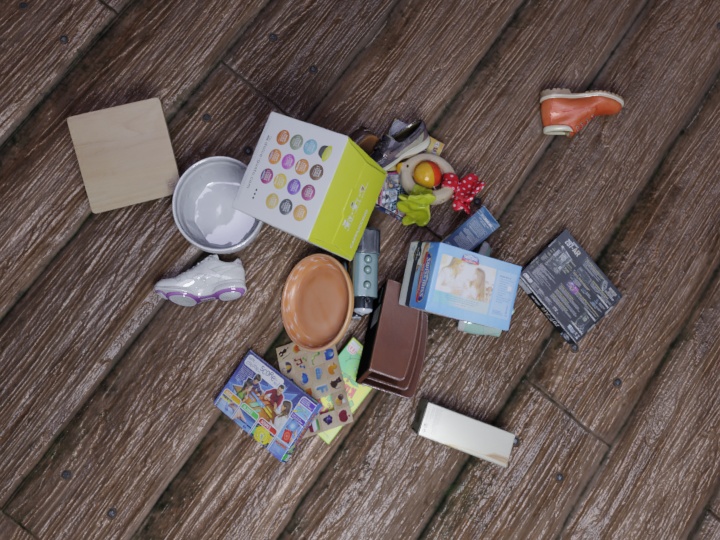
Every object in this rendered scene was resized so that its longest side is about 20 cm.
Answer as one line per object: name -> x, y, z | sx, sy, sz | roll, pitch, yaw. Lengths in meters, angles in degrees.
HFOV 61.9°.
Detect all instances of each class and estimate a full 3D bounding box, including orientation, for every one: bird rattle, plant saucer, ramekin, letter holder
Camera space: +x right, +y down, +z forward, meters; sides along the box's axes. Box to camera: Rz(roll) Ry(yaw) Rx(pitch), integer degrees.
bird rattle -> 0.163, -0.193, 1.315 | 0.196, 0.113, 0.166 | -23, 67, -11
plant saucer -> -0.087, 0.068, 1.270 | 0.196, 0.037, 0.206 | -6, 79, 36
ramekin -> -0.297, -0.131, 1.296 | 0.194, 0.105, 0.206 | 1, 81, -4
letter holder -> 0.086, 0.147, 1.256 | 0.139, 0.101, 0.204 | 19, 62, -9

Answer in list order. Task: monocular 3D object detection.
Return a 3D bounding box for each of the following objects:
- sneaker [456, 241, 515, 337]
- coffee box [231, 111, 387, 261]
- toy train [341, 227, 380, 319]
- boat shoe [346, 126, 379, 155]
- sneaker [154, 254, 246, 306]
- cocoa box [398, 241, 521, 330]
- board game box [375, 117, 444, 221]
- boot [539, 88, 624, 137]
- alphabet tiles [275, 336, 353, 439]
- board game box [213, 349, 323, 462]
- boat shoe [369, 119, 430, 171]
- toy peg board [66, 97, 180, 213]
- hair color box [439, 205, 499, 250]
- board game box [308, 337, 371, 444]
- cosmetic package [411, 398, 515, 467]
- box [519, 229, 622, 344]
sneaker -> 0.290, 0.045, 1.331 | 0.115, 0.074, 0.206 | 13, 90, 4
coffee box -> -0.093, -0.162, 1.195 | 0.194, 0.199, 0.204 | 23, 90, 27
toy train -> 0.000, 0.000, 1.290 | 0.083, 0.114, 0.206 | 5, 81, -15
boat shoe -> -0.045, -0.242, 1.356 | 0.199, 0.071, 0.070 | -42, 49, -1
sneaker -> -0.343, 0.020, 1.298 | 0.194, 0.075, 0.102 | -4, 63, -5
cocoa box -> 0.198, 0.029, 1.201 | 0.195, 0.131, 0.137 | 14, 89, -21
board game box -> 0.093, -0.228, 1.378 | 0.133, 0.035, 0.204 | 27, 80, 0
boot -> 0.522, -0.366, 1.419 | 0.194, 0.075, 0.111 | 1, 84, 4
alphabet tiles -> -0.114, 0.243, 1.262 | 0.163, 0.008, 0.204 | -19, 65, 6
board game box -> -0.192, 0.277, 1.242 | 0.198, 0.035, 0.137 | 32, 80, 23
boat shoe -> 0.065, -0.269, 1.318 | 0.197, 0.072, 0.066 | -29, 124, -12
toy peg board -> -0.503, -0.249, 1.316 | 0.195, 0.098, 0.205 | -14, 98, -6
hair color box -> 0.205, -0.049, 1.326 | 0.199, 0.100, 0.061 | -41, 87, -9
board game box -> -0.042, 0.255, 1.287 | 0.101, 0.048, 0.201 | 40, 80, 2
cosmetic package -> 0.214, 0.341, 1.268 | 0.195, 0.105, 0.073 | 21, 82, 0
box -> 0.470, 0.037, 1.363 | 0.160, 0.044, 0.201 | -41, 86, -9
